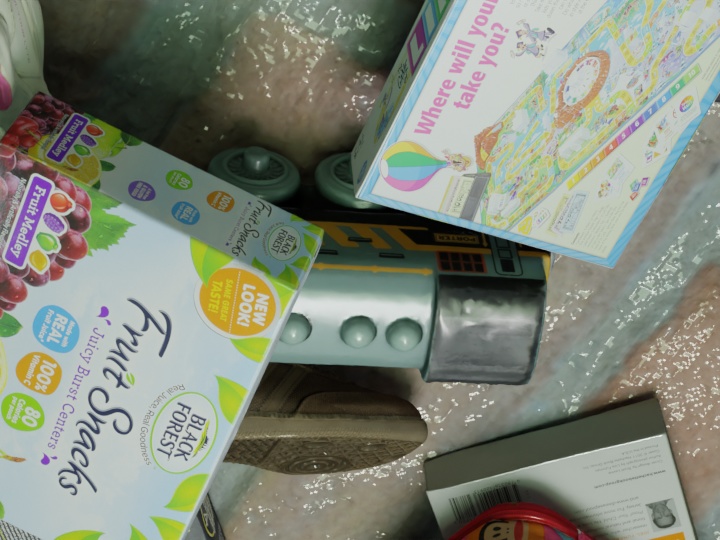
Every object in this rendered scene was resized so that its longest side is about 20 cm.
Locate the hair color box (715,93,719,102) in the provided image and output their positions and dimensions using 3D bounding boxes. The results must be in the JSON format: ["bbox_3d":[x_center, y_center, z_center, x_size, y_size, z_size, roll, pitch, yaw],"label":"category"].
[{"bbox_3d":[0.216,-0.129,1.048,0.198,0.061,0.101,5,123,-10],"label":"hair color box"}]

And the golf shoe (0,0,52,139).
[{"bbox_3d":[-0.165,-0.085,1.032,0.075,0.092,0.201,7,148,9],"label":"golf shoe"}]

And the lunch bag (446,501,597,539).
[{"bbox_3d":[0.096,0.232,1.218,0.199,0.082,0.176,37,121,-19],"label":"lunch bag"}]

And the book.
[{"bbox_3d":[0.125,0.174,1.248,0.132,0.048,0.201,-15,123,8],"label":"book"}]

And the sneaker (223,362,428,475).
[{"bbox_3d":[-0.056,0.057,1.136,0.198,0.076,0.070,5,157,-28],"label":"sneaker"}]

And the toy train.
[{"bbox_3d":[0.000,0.000,1.078,0.198,0.114,0.086,4,122,-9],"label":"toy train"}]

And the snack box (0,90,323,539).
[{"bbox_3d":[-0.117,0.037,1.012,0.141,0.053,0.201,25,127,-1],"label":"snack box"}]

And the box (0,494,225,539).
[{"bbox_3d":[-0.148,0.176,1.218,0.160,0.049,0.201,-15,123,6],"label":"box"}]

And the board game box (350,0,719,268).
[{"bbox_3d":[0.094,-0.099,0.995,0.133,0.034,0.201,15,128,-17],"label":"board game box"}]
